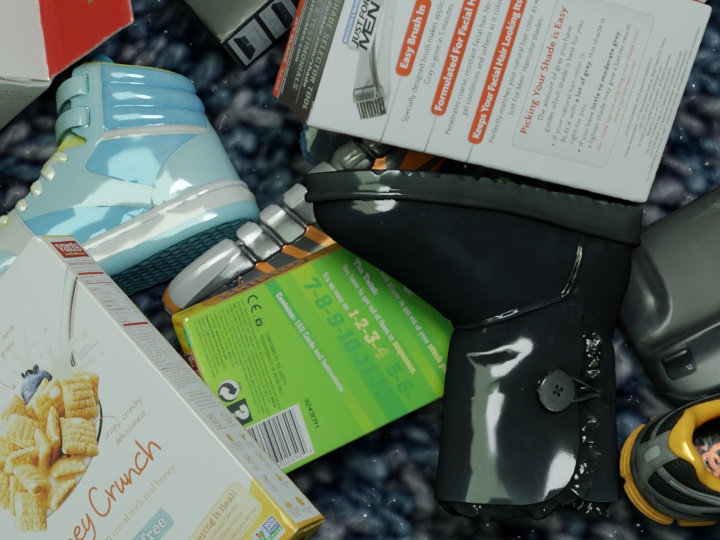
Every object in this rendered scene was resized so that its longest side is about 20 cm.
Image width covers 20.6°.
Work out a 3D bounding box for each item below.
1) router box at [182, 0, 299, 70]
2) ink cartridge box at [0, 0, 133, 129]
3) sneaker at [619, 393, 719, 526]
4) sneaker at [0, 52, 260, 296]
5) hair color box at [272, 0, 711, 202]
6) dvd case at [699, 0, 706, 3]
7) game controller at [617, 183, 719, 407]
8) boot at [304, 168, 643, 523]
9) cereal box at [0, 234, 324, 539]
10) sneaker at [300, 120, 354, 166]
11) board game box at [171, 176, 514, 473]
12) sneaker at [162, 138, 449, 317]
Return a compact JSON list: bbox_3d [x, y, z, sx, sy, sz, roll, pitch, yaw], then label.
[{"bbox_3d":[-0.076,-0.243,1.148,0.157,0.052,0.200,-41,73,1],"label":"router box"},{"bbox_3d":[-0.204,-0.198,1.120,0.176,0.044,0.201,-28,68,49],"label":"ink cartridge box"},{"bbox_3d":[0.232,0.088,0.986,0.199,0.077,0.079,-10,73,-4],"label":"sneaker"},{"bbox_3d":[-0.167,-0.046,1.114,0.199,0.080,0.131,-21,76,-3],"label":"sneaker"},{"bbox_3d":[0.068,-0.112,1.012,0.199,0.064,0.112,11,105,-26],"label":"hair color box"},{"bbox_3d":[0.120,-0.172,1.057,0.200,0.022,0.146,-46,118,-2],"label":"dvd case"},{"bbox_3d":[0.229,-0.010,1.043,0.199,0.042,0.105,-28,59,5],"label":"game controller"},{"bbox_3d":[0.056,0.040,0.992,0.076,0.199,0.169,1,84,57],"label":"boot"},{"bbox_3d":[-0.132,0.101,0.981,0.200,0.039,0.144,46,108,15],"label":"cereal box"},{"bbox_3d":[0.037,-0.135,1.086,0.085,0.077,0.201,32,100,-4],"label":"sneaker"},{"bbox_3d":[0.008,0.029,1.024,0.199,0.030,0.096,-24,103,-20],"label":"board game box"},{"bbox_3d":[0.000,0.000,1.076,0.200,0.078,0.112,-38,84,3],"label":"sneaker"}]
